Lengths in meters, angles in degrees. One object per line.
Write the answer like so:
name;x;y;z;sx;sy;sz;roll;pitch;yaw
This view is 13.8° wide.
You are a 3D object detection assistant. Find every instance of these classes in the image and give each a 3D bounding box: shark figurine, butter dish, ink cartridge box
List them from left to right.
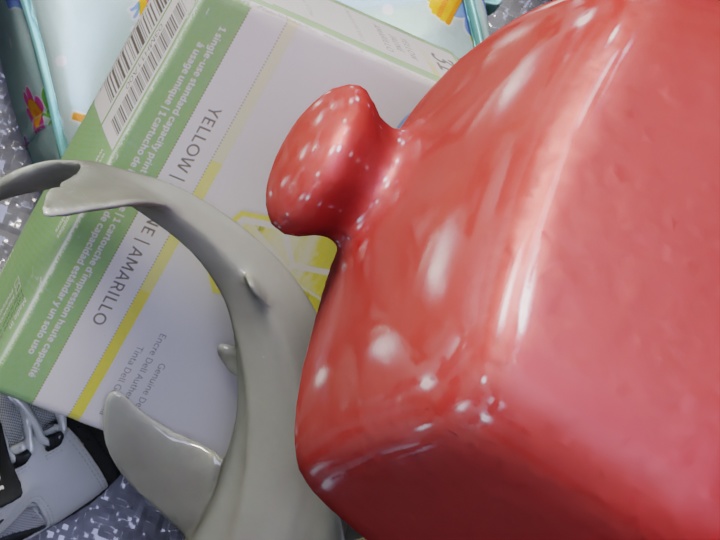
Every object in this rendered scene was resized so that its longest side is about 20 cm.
shark figurine;-0.030;0.051;0.869;0.128;0.090;0.215;-12;123;-9
ink cartridge box;0.000;0.000;0.927;0.199;0.048;0.146;22;110;-25
butter dish;0.043;0.000;0.805;0.148;0.199;0.201;29;70;-16

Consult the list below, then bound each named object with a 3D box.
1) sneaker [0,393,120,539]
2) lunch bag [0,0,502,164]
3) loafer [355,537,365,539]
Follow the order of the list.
sneaker;-0.136;0.062;0.933;0.200;0.089;0.074;-32;89;-13
lunch bag;-0.042;-0.110;0.972;0.160;0.077;0.201;-14;87;-13
loafer;0.025;0.110;0.968;0.199;0.067;0.076;-8;86;-12
